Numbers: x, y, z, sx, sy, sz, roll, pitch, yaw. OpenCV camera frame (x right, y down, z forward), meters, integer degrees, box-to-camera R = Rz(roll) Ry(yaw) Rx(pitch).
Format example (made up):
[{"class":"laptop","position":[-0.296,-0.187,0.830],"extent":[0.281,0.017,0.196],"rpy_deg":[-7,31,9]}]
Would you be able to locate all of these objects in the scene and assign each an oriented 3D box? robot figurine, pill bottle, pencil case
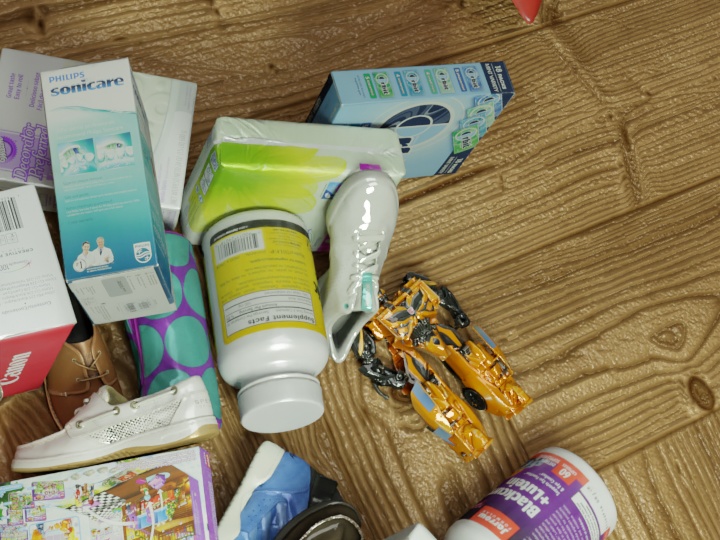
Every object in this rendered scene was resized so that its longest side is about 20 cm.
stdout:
[{"class":"robot figurine","position":[0.082,0.093,1.460],"extent":[0.200,0.058,0.145],"rpy_deg":[48,60,0]},{"class":"pill bottle","position":[-0.091,0.051,1.365],"extent":[0.111,0.111,0.201],"rpy_deg":[1,62,-21]},{"class":"pill bottle","position":[0.153,0.275,1.390],"extent":[0.200,0.111,0.112],"rpy_deg":[-35,85,-29]},{"class":"pencil case","position":[-0.191,0.069,1.347],"extent":[0.092,0.085,0.201],"rpy_deg":[0,69,-39]}]

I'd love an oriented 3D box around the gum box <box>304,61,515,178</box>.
[{"class":"gum box","position":[0.039,-0.153,1.471],"extent":[0.199,0.170,0.045],"rpy_deg":[-8,66,-24]}]

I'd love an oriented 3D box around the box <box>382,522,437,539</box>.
[{"class":"box","position":[0.006,0.357,1.250],"extent":[0.131,0.200,0.199],"rpy_deg":[44,61,0]}]

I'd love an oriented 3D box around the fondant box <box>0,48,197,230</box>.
[{"class":"fondant box","position":[-0.272,-0.131,1.395],"extent":[0.198,0.058,0.145],"rpy_deg":[9,68,-10]}]

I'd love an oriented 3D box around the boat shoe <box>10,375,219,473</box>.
[{"class":"boat shoe","position":[-0.227,0.140,1.266],"extent":[0.199,0.071,0.070],"rpy_deg":[-14,80,10]}]

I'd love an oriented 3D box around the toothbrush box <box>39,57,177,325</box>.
[{"class":"toothbrush box","position":[-0.228,-0.069,1.267],"extent":[0.085,0.147,0.201],"rpy_deg":[-11,72,-4]}]

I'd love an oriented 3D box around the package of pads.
[{"class":"package of pads","position":[-0.074,-0.083,1.412],"extent":[0.199,0.155,0.069],"rpy_deg":[3,59,-23]}]

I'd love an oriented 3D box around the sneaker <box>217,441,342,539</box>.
[{"class":"sneaker","position":[-0.086,0.269,1.308],"extent":[0.111,0.077,0.201],"rpy_deg":[27,56,1]}]

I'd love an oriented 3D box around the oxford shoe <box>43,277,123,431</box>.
[{"class":"oxford shoe","position":[-0.263,0.099,1.316],"extent":[0.071,0.071,0.201],"rpy_deg":[-23,84,-29]}]

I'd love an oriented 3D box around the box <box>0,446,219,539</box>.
[{"class":"box","position":[-0.226,0.244,1.243],"extent":[0.198,0.039,0.138],"rpy_deg":[-11,73,6]}]

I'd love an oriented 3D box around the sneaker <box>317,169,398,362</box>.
[{"class":"sneaker","position":[0.000,0.000,1.379],"extent":[0.075,0.201,0.089],"rpy_deg":[4,33,-20]}]

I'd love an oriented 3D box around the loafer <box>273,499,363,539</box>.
[{"class":"loafer","position":[-0.062,0.295,1.239],"extent":[0.200,0.071,0.073],"rpy_deg":[-49,117,-12]}]

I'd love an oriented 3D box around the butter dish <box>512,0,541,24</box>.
[{"class":"butter dish","position":[0.142,-0.416,1.635],"extent":[0.200,0.147,0.201],"rpy_deg":[50,49,-45]}]

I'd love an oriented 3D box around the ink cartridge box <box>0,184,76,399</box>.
[{"class":"ink cartridge box","position":[-0.320,0.048,1.238],"extent":[0.083,0.200,0.177],"rpy_deg":[-13,76,-26]}]
